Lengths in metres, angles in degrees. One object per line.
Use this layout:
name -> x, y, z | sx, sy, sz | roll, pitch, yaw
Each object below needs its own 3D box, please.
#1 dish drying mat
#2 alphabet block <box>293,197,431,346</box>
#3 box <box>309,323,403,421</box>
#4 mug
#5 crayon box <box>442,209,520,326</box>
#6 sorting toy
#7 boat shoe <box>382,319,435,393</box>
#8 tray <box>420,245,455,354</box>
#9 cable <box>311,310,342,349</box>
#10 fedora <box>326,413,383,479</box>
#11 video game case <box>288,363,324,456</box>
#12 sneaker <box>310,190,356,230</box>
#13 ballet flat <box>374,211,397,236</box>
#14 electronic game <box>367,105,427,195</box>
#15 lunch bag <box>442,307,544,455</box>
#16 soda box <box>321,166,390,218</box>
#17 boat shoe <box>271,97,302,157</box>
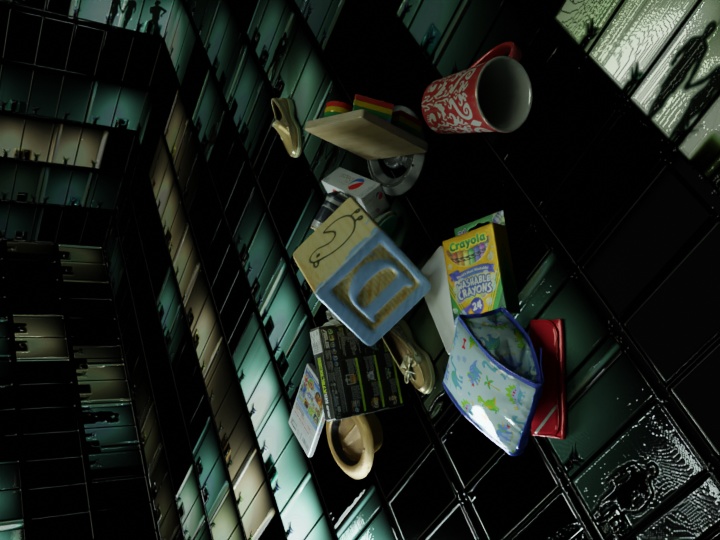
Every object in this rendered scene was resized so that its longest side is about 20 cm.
dish drying mat -> 0.326, 0.188, 1.287 | 0.076, 0.018, 0.205 | -9, 80, 57
alphabet block -> 0.000, 0.000, 1.565 | 0.195, 0.197, 0.200 | -42, 31, 1
box -> -0.007, 0.216, 1.625 | 0.047, 0.190, 0.204 | -24, 75, 51
mug -> 0.230, -0.336, 1.419 | 0.199, 0.177, 0.135 | 7, 130, 61
crayon box -> 0.226, -0.005, 1.407 | 0.125, 0.051, 0.204 | -20, 70, 42
sorting toy -> 0.017, -0.312, 1.583 | 0.198, 0.197, 0.071 | 3, 78, 50
boat shoe -> 0.097, 0.187, 1.600 | 0.201, 0.062, 0.074 | 57, 132, 42
tray -> 0.181, 0.059, 1.519 | 0.108, 0.022, 0.203 | -53, 46, 41
cable -> -0.044, 0.218, 1.749 | 0.200, 0.068, 0.203 | 41, 146, 46
fedora -> -0.004, 0.381, 1.710 | 0.199, 0.081, 0.205 | 21, 116, 52
video game case -> -0.136, 0.375, 1.985 | 0.143, 0.018, 0.203 | 47, 126, 49
sneaker -> -0.035, -0.119, 1.746 | 0.069, 0.199, 0.110 | 24, 89, 30
ballet flat -> 0.022, -0.066, 1.725 | 0.075, 0.073, 0.202 | 54, 126, 44
electronic game -> 0.081, -0.273, 1.682 | 0.198, 0.041, 0.205 | 5, 97, 51
lunch bag -> 0.244, 0.193, 1.286 | 0.201, 0.125, 0.173 | -121, 30, -49
soda box -> -0.014, -0.187, 1.781 | 0.199, 0.063, 0.069 | 32, 155, 54
boat shoe -> -0.222, -0.414, 2.131 | 0.072, 0.075, 0.203 | -47, 50, 44
